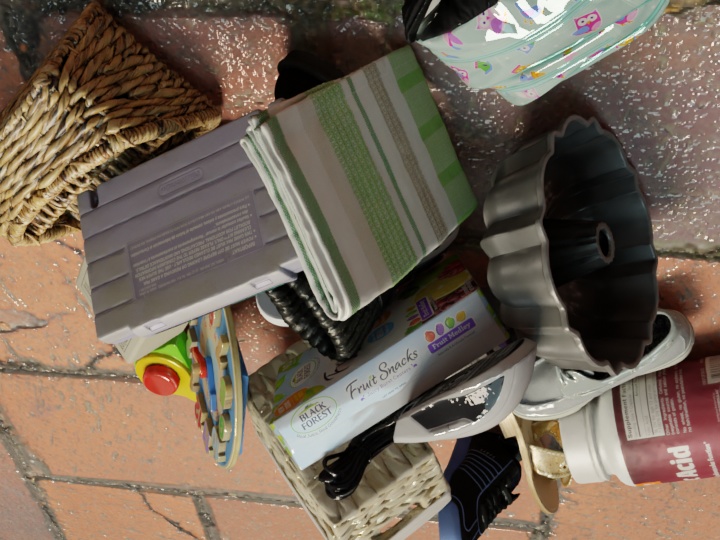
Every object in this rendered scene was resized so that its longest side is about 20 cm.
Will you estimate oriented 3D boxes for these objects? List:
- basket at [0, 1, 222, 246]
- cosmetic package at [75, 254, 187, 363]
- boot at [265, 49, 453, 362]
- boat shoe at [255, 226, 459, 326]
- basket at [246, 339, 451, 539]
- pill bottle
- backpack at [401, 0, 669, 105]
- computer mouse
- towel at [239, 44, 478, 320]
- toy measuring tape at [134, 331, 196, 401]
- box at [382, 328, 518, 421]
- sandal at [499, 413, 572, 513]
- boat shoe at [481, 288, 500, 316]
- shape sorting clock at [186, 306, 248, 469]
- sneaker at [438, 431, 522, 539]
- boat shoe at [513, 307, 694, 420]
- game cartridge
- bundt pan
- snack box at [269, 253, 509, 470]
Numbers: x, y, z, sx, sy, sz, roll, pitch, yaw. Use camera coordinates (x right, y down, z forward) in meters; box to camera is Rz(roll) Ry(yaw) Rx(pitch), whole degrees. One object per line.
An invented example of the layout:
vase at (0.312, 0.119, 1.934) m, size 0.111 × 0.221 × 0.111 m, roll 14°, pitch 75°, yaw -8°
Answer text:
basket at (-0.235, -0.091, 0.776) m, size 0.148 × 0.144 × 0.199 m, roll 39°, pitch 131°, yaw -25°
cosmetic package at (-0.196, -0.003, 0.850) m, size 0.104 × 0.073 × 0.200 m, roll 55°, pitch 147°, yaw 6°
boot at (-0.032, -0.051, 0.728) m, size 0.212 × 0.158 × 0.079 m, roll 50°, pitch 159°, yaw -10°
boat shoe at (0.000, 0.000, 0.822) m, size 0.198 × 0.070 × 0.067 m, roll -30°, pitch 155°, yaw -15°
basket at (-0.017, 0.170, 0.917) m, size 0.134 × 0.200 × 0.124 m, roll -33°, pitch 149°, yaw -13°
pill bottle at (0.307, 0.153, 0.919) m, size 0.197 × 0.115 × 0.115 m, roll -14°, pitch 131°, yaw 25°
backpack at (0.117, -0.198, 0.585) m, size 0.126 × 0.169 × 0.199 m, roll 32°, pitch 140°, yaw -27°
computer mouse at (0.062, 0.115, 0.707) m, size 0.199 × 0.109 × 0.044 m, roll -34°, pitch 87°, yaw 36°
towel at (0.008, -0.071, 0.676) m, size 0.030 × 0.199 × 0.151 m, roll -13°, pitch 106°, yaw 41°
toy measuring tape at (-0.207, 0.130, 1.049) m, size 0.072 × 0.074 × 0.202 m, roll -4°, pitch 133°, yaw 16°
box at (0.115, 0.088, 0.856) m, size 0.142 × 0.199 × 0.037 m, roll -34°, pitch 81°, yaw 35°
sandal at (0.211, 0.193, 1.012) m, size 0.069 × 0.078 × 0.213 m, roll -15°, pitch 124°, yaw 25°
boat shoe at (0.044, 0.063, 0.903) m, size 0.196 × 0.075 × 0.067 m, roll 0°, pitch 149°, yaw -4°
shape sorting clock at (-0.149, 0.096, 0.916) m, size 0.039 × 0.202 × 0.202 m, roll -8°, pitch 140°, yaw -19°
sneaker at (0.133, 0.238, 0.994) m, size 0.076 × 0.200 × 0.071 m, roll -2°, pitch 114°, yaw 17°
boat shoe at (0.221, 0.086, 0.889) m, size 0.199 × 0.071 × 0.071 m, roll -28°, pitch 150°, yaw 24°
game cartridge at (-0.123, -0.032, 0.697) m, size 0.197 × 0.132 × 0.038 m, roll -20°, pitch 165°, yaw 19°
bundt pan at (0.163, -0.017, 0.733) m, size 0.075 × 0.204 × 0.202 m, roll -10°, pitch 134°, yaw 39°
snack box at (0.020, 0.071, 0.782) m, size 0.198 × 0.142 × 0.053 m, roll -33°, pitch 100°, yaw 5°
